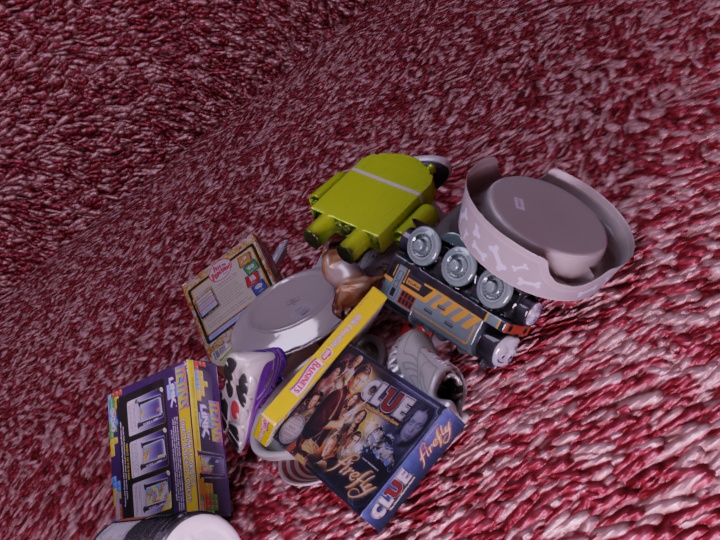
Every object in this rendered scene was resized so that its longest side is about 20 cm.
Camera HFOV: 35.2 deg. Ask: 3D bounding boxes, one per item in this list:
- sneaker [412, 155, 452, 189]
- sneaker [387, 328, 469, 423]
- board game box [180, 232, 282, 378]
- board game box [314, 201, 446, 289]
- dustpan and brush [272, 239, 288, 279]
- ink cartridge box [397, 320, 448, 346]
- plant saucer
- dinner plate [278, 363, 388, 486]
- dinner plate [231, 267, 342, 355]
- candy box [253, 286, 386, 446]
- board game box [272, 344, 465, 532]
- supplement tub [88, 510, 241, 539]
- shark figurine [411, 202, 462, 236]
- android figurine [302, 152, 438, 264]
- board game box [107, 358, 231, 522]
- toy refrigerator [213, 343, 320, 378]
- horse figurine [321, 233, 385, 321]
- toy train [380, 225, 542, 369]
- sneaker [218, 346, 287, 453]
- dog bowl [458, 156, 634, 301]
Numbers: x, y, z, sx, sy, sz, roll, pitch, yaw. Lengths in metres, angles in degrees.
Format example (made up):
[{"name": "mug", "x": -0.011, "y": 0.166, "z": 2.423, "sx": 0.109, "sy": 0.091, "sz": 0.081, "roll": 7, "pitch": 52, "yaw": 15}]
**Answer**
[{"name": "sneaker", "x": 0.042, "y": -0.089, "z": 1.604, "sx": 0.200, "sy": 0.071, "sz": 0.099, "roll": -22, "pitch": 38, "yaw": 27}, {"name": "sneaker", "x": 0.080, "y": 0.124, "z": 1.239, "sx": 0.081, "sy": 0.075, "sz": 0.200, "roll": -47, "pitch": 23, "yaw": 23}, {"name": "board game box", "x": -0.188, "y": 0.054, "z": 1.781, "sx": 0.151, "sy": 0.046, "sz": 0.200, "roll": -36, "pitch": 45, "yaw": 7}, {"name": "board game box", "x": 0.022, "y": -0.015, "z": 1.656, "sx": 0.200, "sy": 0.064, "sz": 0.148, "roll": -27, "pitch": 24, "yaw": 32}, {"name": "dustpan and brush", "x": -0.151, "y": 0.030, "z": 1.855, "sx": 0.140, "sy": 0.057, "sz": 0.200, "roll": -20, "pitch": 28, "yaw": 42}, {"name": "ink cartridge box", "x": 0.120, "y": 0.026, "z": 1.428, "sx": 0.200, "sy": 0.057, "sz": 0.163, "roll": -19, "pitch": 28, "yaw": 33}, {"name": "plant saucer", "x": -0.039, "y": 0.160, "z": 1.347, "sx": 0.200, "sy": 0.050, "sz": 0.200, "roll": -34, "pitch": 21, "yaw": 15}, {"name": "dinner plate", "x": -0.013, "y": 0.185, "z": 1.355, "sx": 0.200, "sy": 0.024, "sz": 0.200, "roll": -33, "pitch": 22, "yaw": 16}, {"name": "dinner plate", "x": -0.090, "y": 0.049, "z": 1.548, "sx": 0.200, "sy": 0.024, "sz": 0.200, "roll": -20, "pitch": 30, "yaw": 12}, {"name": "candy box", "x": -0.046, "y": 0.110, "z": 1.297, "sx": 0.200, "sy": 0.026, "sz": 0.102, "roll": -48, "pitch": -5, "yaw": -23}, {"name": "board game box", "x": 0.003, "y": 0.166, "z": 1.176, "sx": 0.136, "sy": 0.035, "sz": 0.200, "roll": -50, "pitch": 33, "yaw": -8}, {"name": "supplement tub", "x": -0.229, "y": 0.335, "z": 1.269, "sx": 0.200, "sy": 0.123, "sz": 0.123, "roll": -18, "pitch": 29, "yaw": 46}, {"name": "shark figurine", "x": 0.107, "y": -0.043, "z": 1.416, "sx": 0.128, "sy": 0.089, "sz": 0.214, "roll": -52, "pitch": 8, "yaw": 8}, {"name": "android figurine", "x": 0.020, "y": -0.090, "z": 1.521, "sx": 0.182, "sy": 0.041, "sz": 0.200, "roll": 22, "pitch": 54, "yaw": 34}, {"name": "board game box", "x": -0.248, "y": 0.233, "z": 1.456, "sx": 0.165, "sy": 0.057, "sz": 0.200, "roll": -23, "pitch": 64, "yaw": 34}, {"name": "toy refrigerator", "x": -0.126, "y": 0.131, "z": 1.593, "sx": 0.076, "sy": 0.070, "sz": 0.200, "roll": -47, "pitch": 23, "yaw": -22}, {"name": "horse figurine", "x": 0.000, "y": 0.000, "z": 1.495, "sx": 0.132, "sy": 0.050, "sz": 0.200, "roll": -18, "pitch": 42, "yaw": -14}, {"name": "toy train", "x": 0.112, "y": 0.028, "z": 1.291, "sx": 0.200, "sy": 0.085, "sz": 0.114, "roll": 33, "pitch": 104, "yaw": 33}, {"name": "sneaker", "x": -0.134, "y": 0.168, "z": 1.470, "sx": 0.083, "sy": 0.081, "sz": 0.200, "roll": -16, "pitch": -28, "yaw": -28}, {"name": "dog bowl", "x": 0.199, "y": -0.045, "z": 1.255, "sx": 0.200, "sy": 0.200, "sz": 0.059, "roll": -72, "pitch": 4, "yaw": -55}]
